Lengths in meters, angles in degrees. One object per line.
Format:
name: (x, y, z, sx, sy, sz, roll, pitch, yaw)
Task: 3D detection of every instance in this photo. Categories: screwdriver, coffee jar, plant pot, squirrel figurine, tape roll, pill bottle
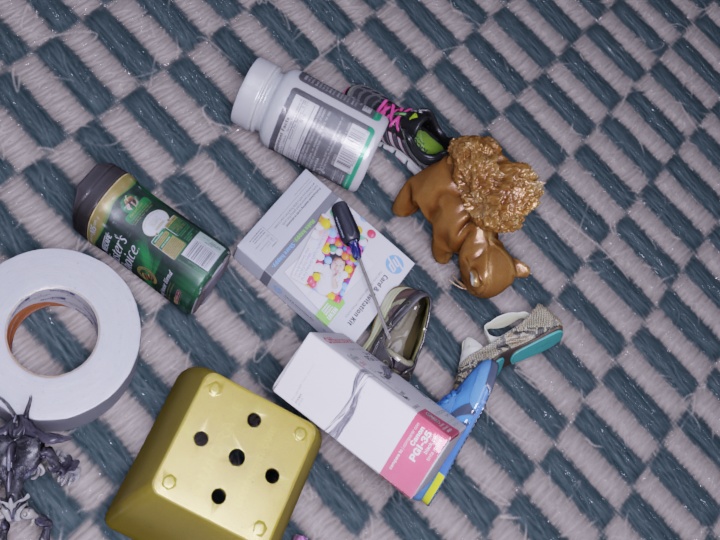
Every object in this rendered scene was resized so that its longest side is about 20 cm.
screwdriver: (0.000, 0.000, 1.111, 0.029, 0.028, 0.204, -25, 67, 21)
coffee jar: (-0.261, -0.040, 1.054, 0.198, 0.104, 0.086, 36, 61, -1)
plant pot: (-0.148, 0.222, 0.950, 0.197, 0.177, 0.203, 28, 64, -6)
squirrel figurine: (0.157, -0.068, 1.143, 0.138, 0.201, 0.190, -4, 58, -26)
tape roll: (-0.357, 0.080, 0.999, 0.195, 0.066, 0.205, 7, 68, -16)
pill bottle: (-0.069, -0.201, 1.168, 0.197, 0.113, 0.115, 28, 64, -3)

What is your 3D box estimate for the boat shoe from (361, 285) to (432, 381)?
boat shoe: (0.037, 0.114, 1.095, 0.072, 0.064, 0.204, 24, 76, -25)

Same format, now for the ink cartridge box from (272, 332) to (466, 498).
ink cartridge box: (0.014, 0.160, 0.992, 0.198, 0.146, 0.084, 36, 95, 14)

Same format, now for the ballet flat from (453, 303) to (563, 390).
ballet flat: (0.185, 0.107, 1.166, 0.198, 0.068, 0.076, -31, 61, -19)

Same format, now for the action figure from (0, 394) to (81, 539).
action figure: (-0.365, 0.233, 0.919, 0.116, 0.102, 0.206, 1, 87, -11)

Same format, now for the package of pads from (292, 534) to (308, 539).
package of pads: (-0.068, 0.416, 0.959, 0.119, 0.076, 0.202, 31, 64, -3)

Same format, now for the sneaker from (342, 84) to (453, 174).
sneaker: (0.061, -0.209, 1.229, 0.199, 0.088, 0.074, 39, 64, 0)

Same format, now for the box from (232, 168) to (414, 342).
box: (-0.048, -0.014, 1.148, 0.199, 0.041, 0.156, 41, 63, -1)

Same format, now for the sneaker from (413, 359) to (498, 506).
sneaker: (0.102, 0.190, 1.073, 0.077, 0.066, 0.203, 31, 90, 10)
